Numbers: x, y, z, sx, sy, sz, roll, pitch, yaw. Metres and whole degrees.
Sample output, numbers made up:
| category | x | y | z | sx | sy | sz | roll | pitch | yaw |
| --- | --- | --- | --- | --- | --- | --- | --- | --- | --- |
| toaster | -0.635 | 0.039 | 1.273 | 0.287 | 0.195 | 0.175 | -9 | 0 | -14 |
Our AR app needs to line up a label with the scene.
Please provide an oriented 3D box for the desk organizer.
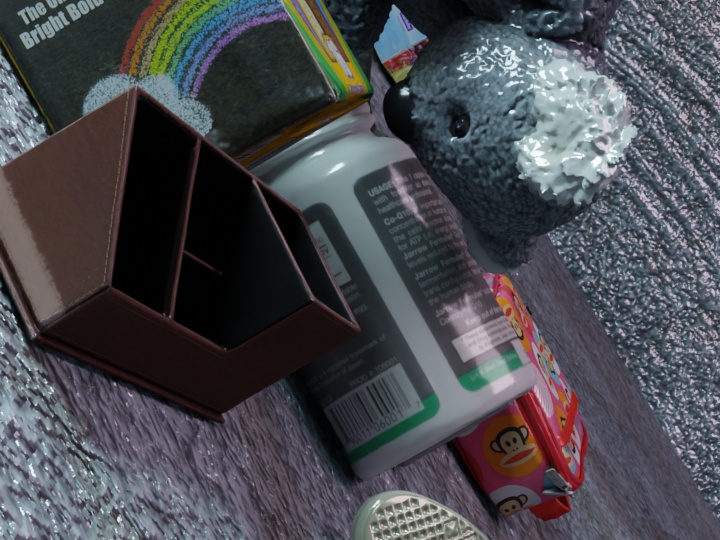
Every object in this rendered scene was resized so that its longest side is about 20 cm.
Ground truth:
| category | x | y | z | sx | sy | sz | roll | pitch | yaw |
| --- | --- | --- | --- | --- | --- | --- | --- | --- | --- |
| desk organizer | -0.073 | -0.002 | 0.930 | 0.072 | 0.077 | 0.200 | 63 | 9 | 19 |

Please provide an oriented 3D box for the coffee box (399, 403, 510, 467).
| category | x | y | z | sx | sy | sz | roll | pitch | yaw |
| --- | --- | --- | --- | --- | --- | --- | --- | --- | --- |
| coffee box | 0.033 | 0.031 | 1.418 | 0.113 | 0.080 | 0.200 | 58 | 9 | -8 |

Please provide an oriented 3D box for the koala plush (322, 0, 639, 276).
| category | x | y | z | sx | sy | sz | roll | pitch | yaw |
| --- | --- | --- | --- | --- | --- | --- | --- | --- | --- |
| koala plush | 0.075 | -0.106 | 1.139 | 0.177 | 0.184 | 0.200 | 131 | -47 | -64 |

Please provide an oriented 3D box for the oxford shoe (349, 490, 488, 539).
| category | x | y | z | sx | sy | sz | roll | pitch | yaw |
| --- | --- | --- | --- | --- | --- | --- | --- | --- | --- |
| oxford shoe | 0.053 | 0.180 | 1.144 | 0.058 | 0.075 | 0.200 | 2 | -35 | 50 |

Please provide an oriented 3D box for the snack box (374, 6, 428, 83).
| category | x | y | z | sx | sy | sz | roll | pitch | yaw |
| --- | --- | --- | --- | --- | --- | --- | --- | --- | --- |
| snack box | 0.071 | -0.225 | 2.529 | 0.200 | 0.068 | 0.169 | 54 | 10 | -43 |

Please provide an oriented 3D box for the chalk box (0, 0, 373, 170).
| category | x | y | z | sx | sy | sz | roll | pitch | yaw |
| --- | --- | --- | --- | --- | --- | --- | --- | --- | --- |
| chalk box | -0.100 | -0.136 | 1.068 | 0.200 | 0.125 | 0.124 | 61 | 9 | 1 |

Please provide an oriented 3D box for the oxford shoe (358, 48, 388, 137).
| category | x | y | z | sx | sy | sz | roll | pitch | yaw |
| --- | --- | --- | --- | --- | --- | --- | --- | --- | --- |
| oxford shoe | -0.033 | -0.124 | 1.531 | 0.084 | 0.073 | 0.200 | 13 | -65 | 61 |

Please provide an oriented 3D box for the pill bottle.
| category | x | y | z | sx | sy | sz | roll | pitch | yaw |
| --- | --- | --- | --- | --- | --- | --- | --- | --- | --- |
| pill bottle | 0.000 | 0.000 | 1.226 | 0.200 | 0.113 | 0.113 | 61 | 9 | 5 |

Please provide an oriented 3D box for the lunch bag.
| category | x | y | z | sx | sy | sz | roll | pitch | yaw |
| --- | --- | --- | --- | --- | --- | --- | --- | --- | --- |
| lunch bag | 0.105 | 0.098 | 1.637 | 0.176 | 0.082 | 0.200 | 63 | 10 | -4 |
